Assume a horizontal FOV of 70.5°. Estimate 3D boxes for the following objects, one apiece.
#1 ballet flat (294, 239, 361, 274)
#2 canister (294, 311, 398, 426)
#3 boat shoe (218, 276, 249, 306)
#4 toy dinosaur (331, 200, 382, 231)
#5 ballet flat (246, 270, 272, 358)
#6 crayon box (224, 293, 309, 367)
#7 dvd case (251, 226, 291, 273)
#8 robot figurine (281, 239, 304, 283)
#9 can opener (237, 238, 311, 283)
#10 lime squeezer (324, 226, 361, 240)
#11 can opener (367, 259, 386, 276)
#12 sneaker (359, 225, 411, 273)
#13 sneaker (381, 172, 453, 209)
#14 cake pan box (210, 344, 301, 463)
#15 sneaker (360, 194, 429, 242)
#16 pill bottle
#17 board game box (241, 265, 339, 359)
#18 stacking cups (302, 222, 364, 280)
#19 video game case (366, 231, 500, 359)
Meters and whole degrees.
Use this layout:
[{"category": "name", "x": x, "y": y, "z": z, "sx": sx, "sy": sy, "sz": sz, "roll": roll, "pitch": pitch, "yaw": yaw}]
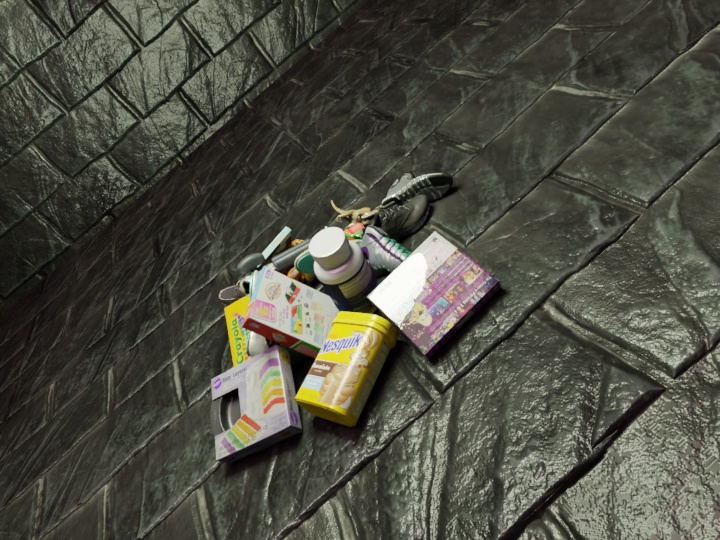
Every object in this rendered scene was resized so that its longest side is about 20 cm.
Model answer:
[{"category": "ballet flat", "x": -0.075, "y": -0.038, "z": 1.258, "sx": 0.198, "sy": 0.070, "sz": 0.069, "roll": -11, "pitch": 28, "yaw": -22}, {"category": "canister", "x": -0.027, "y": 0.189, "z": 0.999, "sx": 0.147, "sy": 0.087, "sz": 0.201, "roll": 0, "pitch": 52, "yaw": 43}, {"category": "boat shoe", "x": -0.287, "y": 0.047, "z": 1.306, "sx": 0.198, "sy": 0.065, "sz": 0.073, "roll": -6, "pitch": 50, "yaw": 26}, {"category": "toy dinosaur", "x": -0.020, "y": -0.150, "z": 1.411, "sx": 0.198, "sy": 0.059, "sz": 0.101, "roll": 7, "pitch": 40, "yaw": 37}, {"category": "ballet flat", "x": -0.216, "y": 0.098, "z": 1.146, "sx": 0.069, "sy": 0.069, "sz": 0.203, "roll": -13, "pitch": 67, "yaw": 32}, {"category": "crayon box", "x": -0.224, "y": 0.144, "z": 1.196, "sx": 0.171, "sy": 0.058, "sz": 0.202, "roll": -28, "pitch": 58, "yaw": 14}, {"category": "dvd case", "x": -0.242, "y": -0.032, "z": 1.396, "sx": 0.146, "sy": 0.022, "sz": 0.200, "roll": -51, "pitch": -2, "yaw": -15}, {"category": "robot figurine", "x": -0.184, "y": -0.009, "z": 1.386, "sx": 0.144, "sy": 0.058, "sz": 0.201, "roll": 9, "pitch": 57, "yaw": 44}, {"category": "can opener", "x": -0.207, "y": -0.033, "z": 1.262, "sx": 0.199, "sy": 0.067, "sz": 0.053, "roll": -29, "pitch": 25, "yaw": -10}, {"category": "lime squeezer", "x": 0.012, "y": -0.102, "z": 1.289, "sx": 0.198, "sy": 0.072, "sz": 0.038, "roll": -14, "pitch": 3, "yaw": 1}, {"category": "can opener", "x": 0.000, "y": 0.000, "z": 1.207, "sx": 0.198, "sy": 0.067, "sz": 0.053, "roll": -23, "pitch": 39, "yaw": 14}, {"category": "sneaker", "x": 0.071, "y": -0.014, "z": 1.135, "sx": 0.200, "sy": 0.074, "sz": 0.088, "roll": 43, "pitch": 107, "yaw": 32}, {"category": "sneaker", "x": 0.145, "y": -0.226, "z": 1.312, "sx": 0.198, "sy": 0.075, "sz": 0.116, "roll": -19, "pitch": 37, "yaw": 29}, {"category": "cake pan box", "x": -0.226, "y": 0.280, "z": 1.069, "sx": 0.199, "sy": 0.052, "sz": 0.186, "roll": -27, "pitch": 52, "yaw": 17}, {"category": "sneaker", "x": 0.085, "y": -0.121, "z": 1.235, "sx": 0.200, "sy": 0.091, "sz": 0.076, "roll": -44, "pitch": 34, "yaw": -8}, {"category": "pill bottle", "x": -0.034, "y": 0.006, "z": 1.093, "sx": 0.110, "sy": 0.201, "sz": 0.112, "roll": -14, "pitch": 45, "yaw": 15}, {"category": "board game box", "x": -0.144, "y": 0.094, "z": 1.116, "sx": 0.040, "sy": 0.198, "sz": 0.154, "roll": -48, "pitch": 23, "yaw": 40}, {"category": "stacking cups", "x": -0.074, "y": -0.058, "z": 1.320, "sx": 0.199, "sy": 0.061, "sz": 0.060, "roll": -38, "pitch": 34, "yaw": -11}, {"category": "video game case", "x": 0.140, "y": 0.043, "z": 1.001, "sx": 0.200, "sy": 0.036, "sz": 0.181, "roll": -44, "pitch": 55, "yaw": -6}]
